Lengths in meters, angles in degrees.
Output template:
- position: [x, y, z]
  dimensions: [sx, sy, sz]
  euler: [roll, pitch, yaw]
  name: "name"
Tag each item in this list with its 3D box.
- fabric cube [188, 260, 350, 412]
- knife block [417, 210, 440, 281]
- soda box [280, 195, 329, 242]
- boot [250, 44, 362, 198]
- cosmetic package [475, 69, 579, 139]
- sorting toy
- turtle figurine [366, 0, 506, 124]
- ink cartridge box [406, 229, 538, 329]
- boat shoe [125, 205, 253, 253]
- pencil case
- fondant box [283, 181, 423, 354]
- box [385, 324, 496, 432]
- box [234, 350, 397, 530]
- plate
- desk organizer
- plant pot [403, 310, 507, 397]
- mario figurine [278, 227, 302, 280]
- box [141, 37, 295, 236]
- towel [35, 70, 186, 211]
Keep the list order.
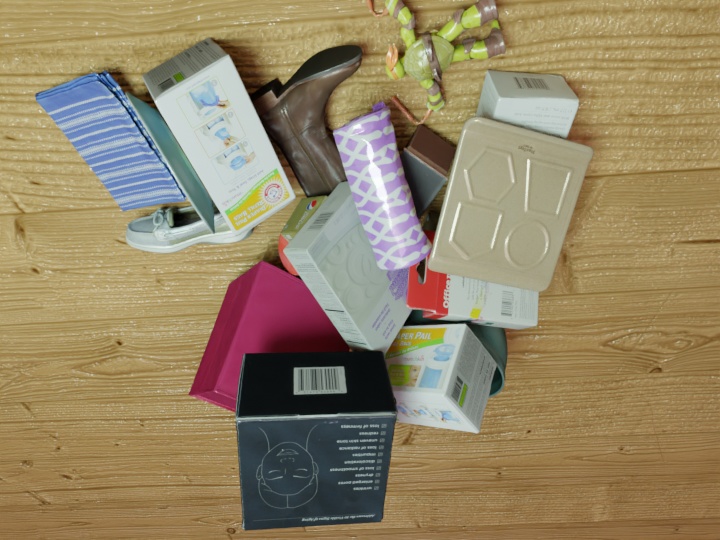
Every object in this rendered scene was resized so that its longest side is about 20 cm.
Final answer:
- position: [-0.143, 0.137, 0.877]
  dimensions: [0.192, 0.206, 0.198]
  euler: [26, 156, -23]
  name: "fabric cube"
- position: [0.176, -0.022, 0.872]
  dimensions: [0.169, 0.065, 0.204]
  euler: [13, 131, -11]
  name: "knife block"
- position: [-0.027, -0.015, 0.796]
  dimensions: [0.063, 0.069, 0.201]
  euler: [2, 142, 47]
  name: "soda box"
- position: [-0.035, -0.181, 0.726]
  dimensions: [0.181, 0.066, 0.202]
  euler: [-12, 129, 29]
  name: "boot"
- position: [0.208, -0.159, 0.735]
  dimensions: [0.108, 0.083, 0.205]
  euler: [1, 132, -3]
  name: "cosmetic package"
- position: [0.192, -0.081, 0.698]
  dimensions: [0.178, 0.037, 0.207]
  euler: [10, 110, -11]
  name: "sorting toy"
- position: [0.088, -0.276, 0.640]
  dimensions: [0.156, 0.066, 0.202]
  euler: [-19, 130, 16]
  name: "turtle figurine"
- position: [0.157, 0.014, 0.773]
  dimensions: [0.192, 0.121, 0.067]
  euler: [8, 170, -7]
  name: "ink cartridge box"
- position: [-0.265, -0.077, 0.819]
  dimensions: [0.193, 0.076, 0.067]
  euler: [-5, 128, -2]
  name: "boat shoe"
- position: [0.033, -0.100, 0.675]
  dimensions: [0.083, 0.084, 0.206]
  euler: [3, 118, 52]
  name: "pencil case"
- position: [0.000, 0.000, 0.739]
  dimensions: [0.057, 0.146, 0.203]
  euler: [1, 134, 45]
  name: "fondant box"
- position: [0.088, 0.159, 0.805]
  dimensions: [0.196, 0.115, 0.102]
  euler: [-9, 135, 44]
  name: "box"
- position: [-0.061, 0.224, 0.705]
  dimensions: [0.191, 0.125, 0.203]
  euler: [1, 119, -8]
  name: "box"
- position: [-0.237, -0.141, 0.693]
  dimensions: [0.025, 0.200, 0.204]
  euler: [-31, 132, -11]
  name: "plate"
- position: [0.059, -0.105, 0.783]
  dimensions: [0.070, 0.078, 0.201]
  euler: [31, 136, -4]
  name: "desk organizer"
- position: [0.167, 0.106, 0.918]
  dimensions: [0.194, 0.137, 0.203]
  euler: [19, 147, 13]
  name: "plant pot"
- position: [-0.061, -0.018, 0.884]
  dimensions: [0.104, 0.126, 0.200]
  euler: [16, 160, 46]
  name: "mario figurine"
- position: [-0.177, -0.168, 0.685]
  dimensions: [0.100, 0.113, 0.204]
  euler: [-31, 131, -9]
  name: "box"
- position: [-0.345, -0.169, 0.742]
  dimensions: [0.140, 0.024, 0.203]
  euler: [-4, 133, 25]
  name: "towel"
